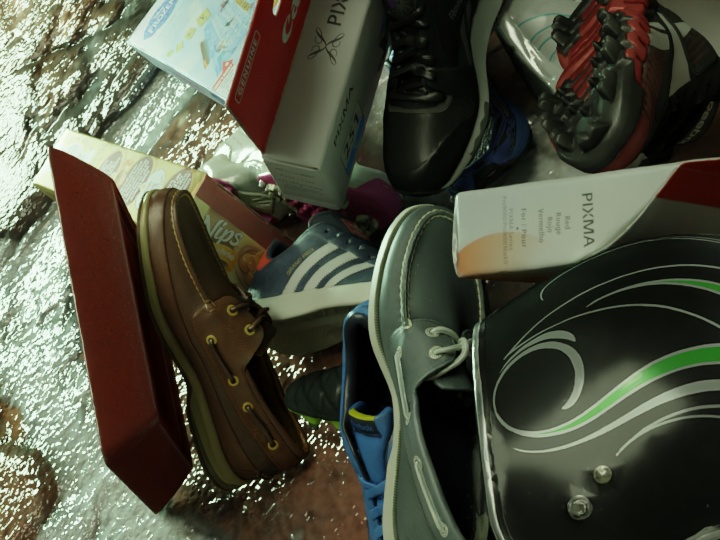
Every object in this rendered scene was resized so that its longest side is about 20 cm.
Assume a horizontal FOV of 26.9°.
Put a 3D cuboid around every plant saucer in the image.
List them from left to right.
[{"bbox_3d":[-0.149,0.042,0.973,0.036,0.200,0.201,-12,72,-2],"label":"plant saucer"}]

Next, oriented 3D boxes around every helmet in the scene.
[{"bbox_3d":[0.154,0.083,0.675,0.189,0.201,0.201,-10,51,9],"label":"helmet"}]

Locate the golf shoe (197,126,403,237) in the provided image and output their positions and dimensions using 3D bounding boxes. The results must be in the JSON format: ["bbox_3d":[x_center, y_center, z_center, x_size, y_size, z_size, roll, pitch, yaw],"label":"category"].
[{"bbox_3d":[-0.038,-0.078,1.069,0.199,0.075,0.092,11,66,46],"label":"golf shoe"}]

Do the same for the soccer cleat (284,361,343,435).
[{"bbox_3d":[0.038,0.053,0.887,0.199,0.067,0.082,-7,93,35],"label":"soccer cleat"}]

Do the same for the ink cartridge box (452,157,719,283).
[{"bbox_3d":[0.172,-0.019,0.757,0.199,0.162,0.051,-2,86,42],"label":"ink cartridge box"}]

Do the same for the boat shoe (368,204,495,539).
[{"bbox_3d":[0.048,0.058,0.765,0.062,0.072,0.202,-28,58,59],"label":"boat shoe"}]

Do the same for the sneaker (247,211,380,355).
[{"bbox_3d":[0.000,0.000,0.969,0.199,0.075,0.085,-6,61,41],"label":"sneaker"}]

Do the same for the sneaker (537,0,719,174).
[{"bbox_3d":[0.149,-0.095,0.796,0.071,0.098,0.201,-48,10,27],"label":"sneaker"}]

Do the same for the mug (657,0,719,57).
[{"bbox_3d":[0.268,-0.206,0.841,0.186,0.150,0.154,19,64,21],"label":"mug"}]

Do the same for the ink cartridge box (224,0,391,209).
[{"bbox_3d":[-0.017,-0.157,0.922,0.044,0.176,0.201,14,79,11],"label":"ink cartridge box"}]

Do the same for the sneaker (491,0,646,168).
[{"bbox_3d":[0.143,-0.136,0.952,0.080,0.070,0.201,-36,47,3],"label":"sneaker"}]

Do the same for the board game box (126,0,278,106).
[{"bbox_3d":[-0.083,-0.234,1.249,0.200,0.041,0.199,-53,40,-2],"label":"board game box"}]

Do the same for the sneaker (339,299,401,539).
[{"bbox_3d":[0.019,0.115,0.815,0.066,0.078,0.202,-9,83,31],"label":"sneaker"}]

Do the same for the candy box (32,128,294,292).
[{"bbox_3d":[-0.141,-0.038,1.099,0.199,0.115,0.056,21,77,49],"label":"candy box"}]

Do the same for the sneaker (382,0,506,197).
[{"bbox_3d":[0.036,-0.149,0.931,0.075,0.087,0.201,3,75,39],"label":"sneaker"}]

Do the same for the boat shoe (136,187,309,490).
[{"bbox_3d":[-0.085,0.039,0.959,0.067,0.201,0.072,-14,10,18],"label":"boat shoe"}]

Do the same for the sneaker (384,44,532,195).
[{"bbox_3d":[0.052,-0.124,1.011,0.075,0.078,0.201,-39,41,16],"label":"sneaker"}]
